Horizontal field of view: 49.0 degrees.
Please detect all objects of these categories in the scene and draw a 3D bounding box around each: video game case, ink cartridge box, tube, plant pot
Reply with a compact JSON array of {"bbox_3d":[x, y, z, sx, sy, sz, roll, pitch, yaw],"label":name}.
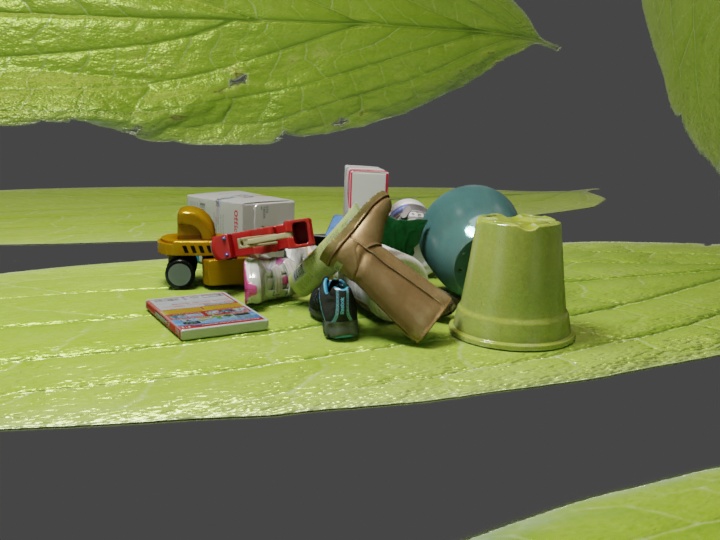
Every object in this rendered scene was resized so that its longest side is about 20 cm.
[{"bbox_3d":[-0.254,0.071,1.289,0.142,0.018,0.200,-5,14,-30],"label":"video game case"},{"bbox_3d":[0.009,-0.148,1.705,0.084,0.146,0.200,2,11,-5],"label":"ink cartridge box"},{"bbox_3d":[-0.047,-0.027,1.350,0.058,0.200,0.052,32,39,-22],"label":"tube"},{"bbox_3d":[0.216,-0.037,1.457,0.199,0.202,0.161,1,24,-5],"label":"plant pot"},{"bbox_3d":[-0.259,-0.088,1.711,0.199,0.148,0.144,13,17,43],"label":"ink cartridge box"},{"bbox_3d":[0.243,0.009,1.243,0.199,0.185,0.200,2,12,0],"label":"plant pot"}]

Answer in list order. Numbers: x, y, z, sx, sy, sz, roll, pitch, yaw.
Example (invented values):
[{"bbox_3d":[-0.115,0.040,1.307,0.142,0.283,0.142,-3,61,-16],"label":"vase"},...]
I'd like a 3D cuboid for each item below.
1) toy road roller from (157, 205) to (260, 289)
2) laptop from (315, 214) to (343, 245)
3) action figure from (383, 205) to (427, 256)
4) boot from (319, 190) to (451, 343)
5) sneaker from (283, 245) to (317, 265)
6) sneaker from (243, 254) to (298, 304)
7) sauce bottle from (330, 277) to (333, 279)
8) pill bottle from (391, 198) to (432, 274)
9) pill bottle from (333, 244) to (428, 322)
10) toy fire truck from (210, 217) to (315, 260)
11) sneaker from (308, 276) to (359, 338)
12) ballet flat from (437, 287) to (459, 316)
[{"bbox_3d":[-0.290,-0.048,1.526,0.199,0.147,0.123,-1,13,-9],"label":"toy road roller"},{"bbox_3d":[-0.009,-0.099,1.846,0.186,0.117,0.200,4,-12,16],"label":"laptop"},{"bbox_3d":[0.065,-0.048,1.539,0.117,0.200,0.055,9,53,5],"label":"action figure"},{"bbox_3d":[0.058,-0.008,1.232,0.200,0.066,0.175,38,63,5],"label":"boot"},{"bbox_3d":[-0.106,-0.022,1.611,0.091,0.076,0.200,7,14,3],"label":"sneaker"},{"bbox_3d":[-0.155,0.011,1.424,0.088,0.082,0.200,2,13,9],"label":"sneaker"},{"bbox_3d":[0.000,0.000,1.531,0.199,0.066,0.066,3,12,0],"label":"sauce bottle"},{"bbox_3d":[0.111,-0.076,1.696,0.113,0.114,0.200,1,25,-4],"label":"pill bottle"},{"bbox_3d":[0.025,0.010,1.372,0.114,0.115,0.200,-4,14,-23],"label":"pill bottle"},{"bbox_3d":[-0.176,-0.053,1.401,0.199,0.049,0.141,-9,2,4],"label":"toy fire truck"},{"bbox_3d":[-0.039,0.046,1.278,0.073,0.082,0.200,-3,12,-14],"label":"sneaker"},{"bbox_3d":[0.107,0.047,1.384,0.067,0.046,0.200,33,-3,-25],"label":"ballet flat"}]
